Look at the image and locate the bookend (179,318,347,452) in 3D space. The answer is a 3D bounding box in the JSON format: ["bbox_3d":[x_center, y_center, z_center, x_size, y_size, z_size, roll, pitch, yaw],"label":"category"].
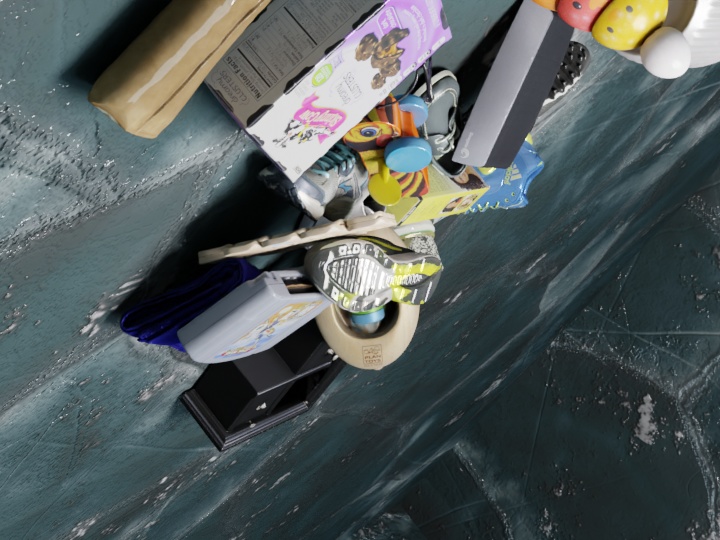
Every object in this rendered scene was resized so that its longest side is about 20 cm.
[{"bbox_3d":[-0.102,0.116,1.739,0.198,0.092,0.201,-18,152,-55],"label":"bookend"}]

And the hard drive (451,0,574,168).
[{"bbox_3d":[0.178,-0.208,1.515,0.135,0.042,0.202,-6,123,-66],"label":"hard drive"}]

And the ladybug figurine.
[{"bbox_3d":[0.005,0.025,1.636,0.133,0.203,0.072,-6,-162,-1],"label":"ladybug figurine"}]

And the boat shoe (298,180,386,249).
[{"bbox_3d":[-0.002,-0.081,1.489,0.073,0.066,0.201,-24,157,-49],"label":"boat shoe"}]

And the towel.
[{"bbox_3d":[-0.156,0.045,1.421,0.146,0.050,0.200,-25,170,8],"label":"towel"}]

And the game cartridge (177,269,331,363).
[{"bbox_3d":[-0.103,0.048,1.379,0.133,0.042,0.200,-39,167,18],"label":"game cartridge"}]

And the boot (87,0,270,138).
[{"bbox_3d":[-0.118,-0.182,0.930,0.200,0.066,0.175,-43,164,12],"label":"boot"}]

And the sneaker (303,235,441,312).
[{"bbox_3d":[0.000,0.000,1.424,0.199,0.084,0.076,10,100,-49],"label":"sneaker"}]

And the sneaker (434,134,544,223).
[{"bbox_3d":[0.157,-0.104,1.740,0.200,0.105,0.076,-44,164,9],"label":"sneaker"}]

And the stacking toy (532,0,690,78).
[{"bbox_3d":[0.263,-0.276,1.341,0.145,0.201,0.146,-37,164,-12],"label":"stacking toy"}]

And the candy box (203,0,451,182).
[{"bbox_3d":[-0.025,-0.185,1.133,0.200,0.072,0.168,-42,165,1],"label":"candy box"}]

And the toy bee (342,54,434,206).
[{"bbox_3d":[0.016,-0.142,1.302,0.107,0.132,0.202,-3,131,1],"label":"toy bee"}]

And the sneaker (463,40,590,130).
[{"bbox_3d":[0.202,-0.209,1.645,0.199,0.067,0.090,-40,168,11],"label":"sneaker"}]

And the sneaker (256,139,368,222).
[{"bbox_3d":[-0.041,-0.105,1.351,0.087,0.077,0.200,-56,169,9],"label":"sneaker"}]

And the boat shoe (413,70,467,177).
[{"bbox_3d":[0.096,-0.163,1.509,0.072,0.062,0.200,-37,164,-7],"label":"boat shoe"}]

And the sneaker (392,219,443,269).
[{"bbox_3d":[0.021,0.000,1.694,0.198,0.089,0.077,-23,158,-12],"label":"sneaker"}]

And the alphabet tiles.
[{"bbox_3d":[-0.064,-0.033,1.363,0.197,0.015,0.196,-12,179,10],"label":"alphabet tiles"}]

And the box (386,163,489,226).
[{"bbox_3d":[0.081,-0.105,1.616,0.050,0.076,0.199,-46,166,28],"label":"box"}]

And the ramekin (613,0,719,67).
[{"bbox_3d":[0.331,-0.315,1.426,0.104,0.201,0.201,-15,152,-37],"label":"ramekin"}]

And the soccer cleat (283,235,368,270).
[{"bbox_3d":[-0.048,0.023,1.560,0.198,0.071,0.086,-24,158,22],"label":"soccer cleat"}]
